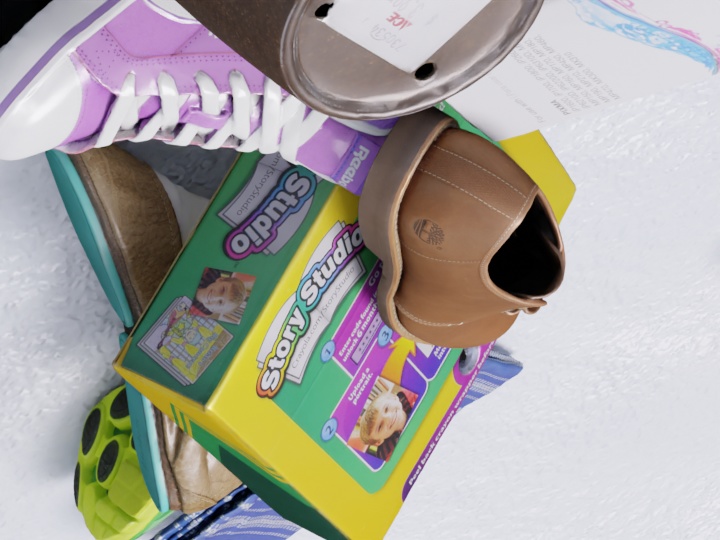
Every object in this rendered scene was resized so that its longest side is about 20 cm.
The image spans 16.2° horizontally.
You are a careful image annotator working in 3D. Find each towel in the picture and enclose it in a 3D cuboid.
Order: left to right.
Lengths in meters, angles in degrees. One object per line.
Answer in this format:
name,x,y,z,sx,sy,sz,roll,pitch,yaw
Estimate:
towel,-0.015,0.102,1.292,0.200,0.024,0.145,-37,164,14

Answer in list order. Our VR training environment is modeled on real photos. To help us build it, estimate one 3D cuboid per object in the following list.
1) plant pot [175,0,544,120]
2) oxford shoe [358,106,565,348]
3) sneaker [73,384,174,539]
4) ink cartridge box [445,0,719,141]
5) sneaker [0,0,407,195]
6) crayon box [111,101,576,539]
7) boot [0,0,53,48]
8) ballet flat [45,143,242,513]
plant pot,-0.019,-0.153,0.841,0.186,0.201,0.187,-18,144,-14
oxford shoe,0.050,-0.001,1.023,0.072,0.071,0.200,-60,165,-9
sneaker,-0.060,0.066,1.206,0.200,0.074,0.083,-44,138,21
ink cartridge box,0.111,-0.149,0.923,0.199,0.148,0.086,-16,150,26
sneaker,-0.048,-0.068,0.950,0.200,0.115,0.073,-30,168,-33
crayon box,0.000,0.000,1.095,0.201,0.058,0.173,-60,146,-13
boot,-0.202,-0.091,0.904,0.168,0.077,0.200,-43,149,15
ballet flat,-0.079,0.015,1.101,0.072,0.068,0.201,-21,119,-13
